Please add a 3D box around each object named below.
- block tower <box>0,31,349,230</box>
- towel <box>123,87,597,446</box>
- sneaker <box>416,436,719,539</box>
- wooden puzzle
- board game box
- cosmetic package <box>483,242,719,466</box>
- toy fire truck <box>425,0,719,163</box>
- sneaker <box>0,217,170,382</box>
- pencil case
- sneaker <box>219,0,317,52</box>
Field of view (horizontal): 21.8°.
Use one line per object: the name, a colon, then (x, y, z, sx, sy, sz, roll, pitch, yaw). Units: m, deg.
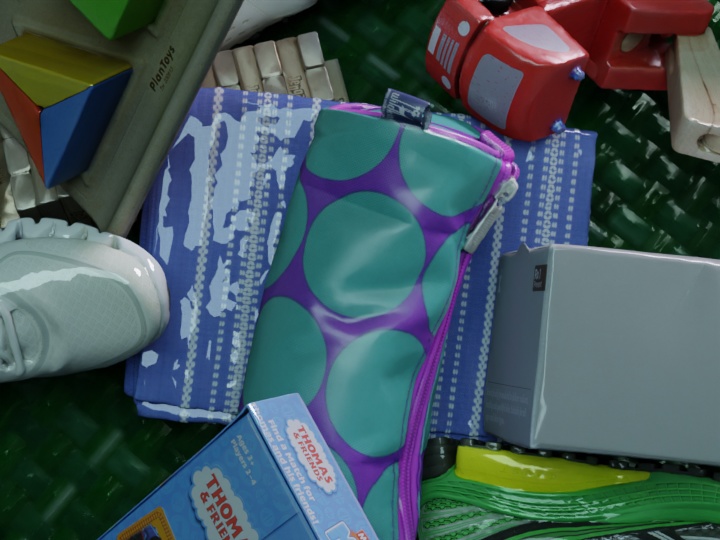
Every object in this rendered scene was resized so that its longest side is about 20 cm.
block tower: (-0.100, -0.056, 0.854, 0.198, 0.058, 0.055, -13, 74, -4)
towel: (0.000, 0.000, 0.823, 0.197, 0.024, 0.147, 6, 92, -5)
sneaker: (0.118, 0.125, 0.793, 0.198, 0.078, 0.086, 6, 80, 12)
wooden puzzle: (-0.138, -0.130, 0.761, 0.046, 0.186, 0.200, -27, 68, -44)
board game box: (-0.058, 0.165, 0.732, 0.200, 0.036, 0.152, -41, 71, 34)
cosmetic package: (0.157, 0.040, 0.774, 0.197, 0.107, 0.091, 4, 88, -5)
toy fire truck: (0.142, -0.090, 0.832, 0.199, 0.049, 0.141, -22, 55, -34)
sneaker: (-0.177, 0.028, 0.778, 0.197, 0.076, 0.081, -5, 28, 6)
pencil case: (0.003, 0.030, 0.769, 0.092, 0.085, 0.202, 14, 91, 24)
sneaker: (-0.072, -0.130, 0.879, 0.198, 0.074, 0.081, -9, 111, -11)
